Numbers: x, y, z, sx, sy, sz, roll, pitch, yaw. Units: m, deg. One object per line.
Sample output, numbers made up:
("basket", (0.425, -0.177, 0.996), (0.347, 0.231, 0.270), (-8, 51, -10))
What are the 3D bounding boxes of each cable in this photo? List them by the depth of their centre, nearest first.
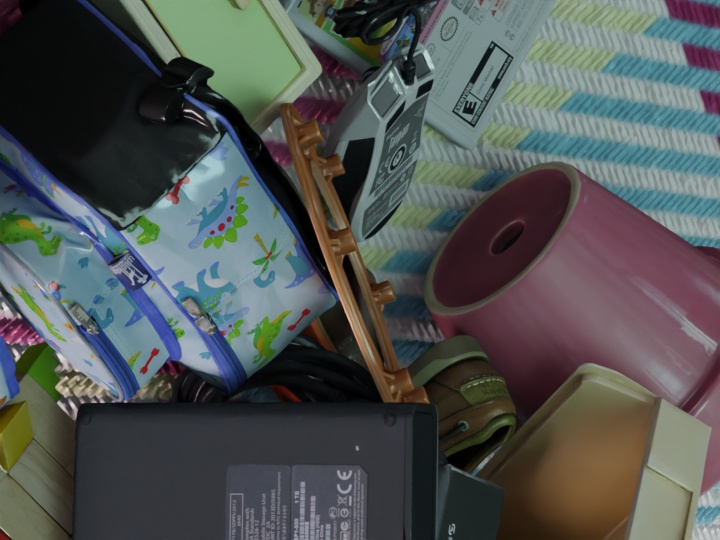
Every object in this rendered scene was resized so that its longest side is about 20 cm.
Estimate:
("cable", (-0.031, 0.126, 1.212), (0.163, 0.200, 0.051), (-57, 173, 37))

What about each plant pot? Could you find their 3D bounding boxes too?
("plant pot", (0.144, 0.036, 1.296), (0.179, 0.200, 0.200), (43, 78, -23))

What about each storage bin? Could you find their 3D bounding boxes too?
("storage bin", (0.104, 0.187, 1.171), (0.094, 0.199, 0.200), (31, 42, -7))

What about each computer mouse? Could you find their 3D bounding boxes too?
("computer mouse", (0.008, -0.098, 1.188), (0.110, 0.044, 0.200), (-46, 159, -42))

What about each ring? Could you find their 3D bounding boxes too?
("ring", (0.000, 0.000, 1.114), (0.019, 0.201, 0.201), (-21, 123, 3))

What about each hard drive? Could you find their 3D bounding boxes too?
("hard drive", (-0.058, 0.137, 1.028), (0.033, 0.199, 0.140), (11, 79, -62))

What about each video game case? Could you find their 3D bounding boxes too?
("video game case", (0.056, -0.200, 1.237), (0.182, 0.022, 0.200), (32, 87, -41))

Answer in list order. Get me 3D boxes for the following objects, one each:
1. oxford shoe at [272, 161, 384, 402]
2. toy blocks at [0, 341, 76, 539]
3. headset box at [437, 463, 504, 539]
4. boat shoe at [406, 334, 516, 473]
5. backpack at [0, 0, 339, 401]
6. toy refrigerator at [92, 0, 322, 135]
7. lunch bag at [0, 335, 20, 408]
("oxford shoe", (-0.034, 0.004, 1.223), (0.073, 0.071, 0.200), (-49, 138, -35))
("toy blocks", (-0.185, 0.158, 1.086), (0.137, 0.100, 0.200), (49, 53, -21))
("headset box", (-0.021, 0.170, 1.073), (0.077, 0.199, 0.149), (29, 70, -58))
("boat shoe", (0.020, 0.128, 1.245), (0.072, 0.068, 0.200), (-4, 142, -44))
("backpack", (-0.120, -0.023, 1.065), (0.147, 0.183, 0.200), (-45, 136, -8))
("toy refrigerator", (-0.106, -0.159, 1.095), (0.076, 0.070, 0.200), (-46, 128, -15))
("lunch bag", (-0.280, 0.034, 1.000), (0.170, 0.124, 0.200), (-40, 120, -22))
